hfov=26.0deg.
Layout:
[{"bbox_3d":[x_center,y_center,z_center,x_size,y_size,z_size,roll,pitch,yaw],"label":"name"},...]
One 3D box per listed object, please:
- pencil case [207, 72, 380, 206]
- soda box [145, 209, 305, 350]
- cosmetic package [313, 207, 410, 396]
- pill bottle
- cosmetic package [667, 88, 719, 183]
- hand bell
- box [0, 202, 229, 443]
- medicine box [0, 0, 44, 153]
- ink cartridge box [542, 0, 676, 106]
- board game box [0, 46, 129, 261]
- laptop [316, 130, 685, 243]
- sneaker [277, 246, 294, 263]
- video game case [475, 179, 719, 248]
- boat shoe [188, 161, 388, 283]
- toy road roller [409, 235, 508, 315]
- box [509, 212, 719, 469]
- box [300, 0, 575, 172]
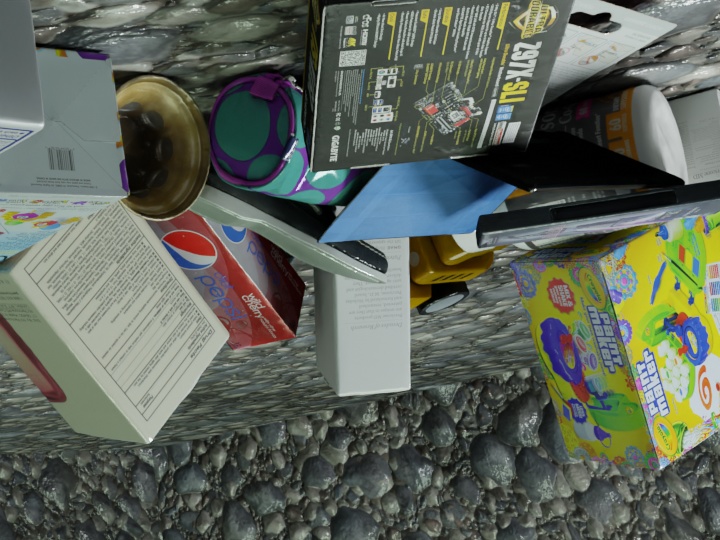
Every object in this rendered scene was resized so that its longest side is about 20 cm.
[{"bbox_3d":[-0.022,-0.098,1.211,0.200,0.085,0.093,4,120,-52],"label":"pencil case"},{"bbox_3d":[-0.124,-0.019,1.347,0.070,0.064,0.200,-13,135,24],"label":"soda box"},{"bbox_3d":[0.000,0.000,1.373,0.074,0.201,0.102,-5,-167,-11],"label":"cosmetic package"},{"bbox_3d":[0.176,-0.083,1.361,0.199,0.117,0.116,-14,168,24],"label":"pill bottle"},{"bbox_3d":[0.244,-0.098,1.430,0.199,0.083,0.051,-13,168,26],"label":"cosmetic package"},{"bbox_3d":[-0.218,-0.088,1.184,0.199,0.105,0.104,0,178,43],"label":"hand bell"},{"bbox_3d":[-0.224,0.027,1.284,0.109,0.128,0.200,1,135,43],"label":"box"},{"bbox_3d":[-0.311,-0.106,0.883,0.182,0.104,0.199,2,166,-44],"label":"medicine box"},{"bbox_3d":[0.103,-0.159,1.134,0.162,0.057,0.200,3,150,-48],"label":"ink cartridge box"},{"bbox_3d":[-0.262,-0.075,1.089,0.104,0.104,0.200,0,166,-41],"label":"board game box"},{"bbox_3d":[0.107,-0.046,1.206,0.187,0.117,0.200,-5,-156,-44],"label":"laptop"},{"bbox_3d":[-0.054,-0.047,1.440,0.199,0.091,0.075,-7,170,-1],"label":"sneaker"},{"bbox_3d":[0.190,-0.044,1.222,0.199,0.019,0.143,-9,176,3],"label":"video game case"},{"bbox_3d":[-0.055,-0.048,1.264,0.199,0.061,0.075,27,166,-28],"label":"boat shoe"},{"bbox_3d":[0.058,-0.037,1.527,0.146,0.123,0.199,-33,162,37],"label":"toy road roller"},{"bbox_3d":[0.269,0.048,1.440,0.192,0.201,0.122,-26,-166,-33],"label":"box"},{"bbox_3d":[0.044,-0.138,1.017,0.159,0.050,0.200,-8,155,-8],"label":"box"}]
